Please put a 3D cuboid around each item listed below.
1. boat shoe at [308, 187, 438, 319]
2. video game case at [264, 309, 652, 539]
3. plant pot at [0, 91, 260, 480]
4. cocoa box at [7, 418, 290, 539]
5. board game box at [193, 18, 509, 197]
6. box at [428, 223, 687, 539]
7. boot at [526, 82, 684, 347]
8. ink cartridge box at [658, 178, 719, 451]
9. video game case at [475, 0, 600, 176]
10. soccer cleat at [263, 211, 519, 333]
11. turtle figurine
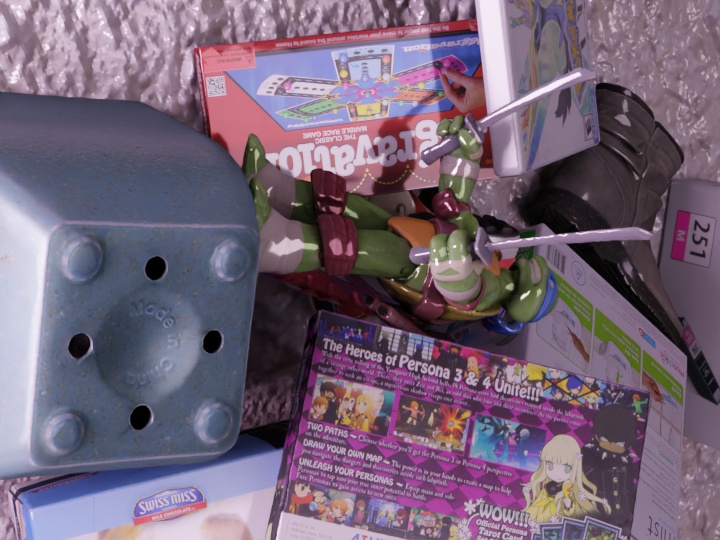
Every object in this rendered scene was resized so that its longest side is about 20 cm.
[{"bbox_3d":[0.031,-0.051,0.988,0.071,0.062,0.201,33,82,-40],"label":"boat shoe"},{"bbox_3d":[0.051,0.132,0.812,0.199,0.036,0.182,14,76,-11],"label":"video game case"},{"bbox_3d":[-0.154,0.014,0.777,0.195,0.200,0.197,0,101,-37],"label":"plant pot"},{"bbox_3d":[-0.088,0.169,0.861,0.199,0.131,0.134,-12,92,-17],"label":"cocoa box"},{"bbox_3d":[0.001,-0.098,0.933,0.199,0.019,0.104,-9,98,-17],"label":"board game box"},{"bbox_3d":[0.139,0.099,1.040,0.200,0.096,0.177,37,50,-37],"label":"box"},{"bbox_3d":[0.214,-0.038,1.131,0.200,0.068,0.131,49,66,-36],"label":"boot"},{"bbox_3d":[0.302,0.042,1.144,0.043,0.173,0.201,-1,102,-37],"label":"ink cartridge box"},{"bbox_3d":[0.114,-0.171,0.973,0.182,0.022,0.201,-24,109,-64],"label":"video game case"},{"bbox_3d":[0.000,0.000,0.930,0.199,0.068,0.074,3,102,-9],"label":"soccer cleat"},{"bbox_3d":[0.034,-0.045,0.826,0.193,0.200,0.145,9,61,-11],"label":"turtle figurine"}]
